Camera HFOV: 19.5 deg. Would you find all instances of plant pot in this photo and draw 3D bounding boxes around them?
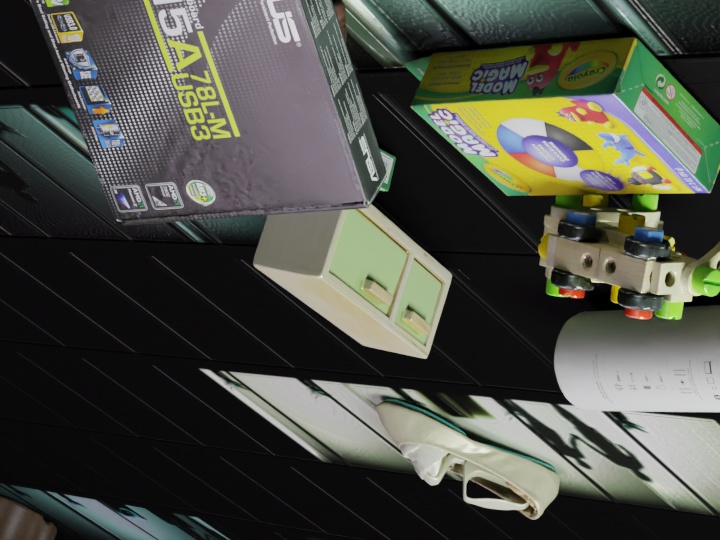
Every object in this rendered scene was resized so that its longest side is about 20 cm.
[{"bbox_3d":[-0.586,0.470,3.326,0.199,0.199,0.200,21,160,8],"label":"plant pot"}]

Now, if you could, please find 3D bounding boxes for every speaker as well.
[{"bbox_3d":[0.239,0.067,1.584,0.081,0.082,0.199,35,156,-30],"label":"speaker"}]

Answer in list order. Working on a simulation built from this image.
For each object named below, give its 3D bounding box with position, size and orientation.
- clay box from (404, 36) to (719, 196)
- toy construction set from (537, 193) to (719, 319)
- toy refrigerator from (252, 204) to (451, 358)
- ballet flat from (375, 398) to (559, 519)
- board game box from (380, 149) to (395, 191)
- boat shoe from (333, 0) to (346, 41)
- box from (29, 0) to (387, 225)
[{"bbox_3d":[0.123,-0.095,1.348,0.199,0.048,0.115,0,149,46],"label":"clay box"},{"bbox_3d":[0.196,-0.014,1.380,0.130,0.093,0.199,-1,178,-39],"label":"toy construction set"},{"bbox_3d":[0.000,0.000,1.639,0.070,0.076,0.200,11,165,29],"label":"toy refrigerator"},{"bbox_3d":[0.099,0.191,2.069,0.199,0.070,0.070,22,160,5],"label":"ballet flat"},{"bbox_3d":[-0.081,-0.103,1.503,0.134,0.029,0.200,11,172,33],"label":"board game box"},{"bbox_3d":[-0.100,-0.172,1.386,0.199,0.070,0.071,14,121,15],"label":"boat shoe"},{"bbox_3d":[-0.099,-0.127,1.339,0.192,0.048,0.201,-1,123,28],"label":"box"}]
